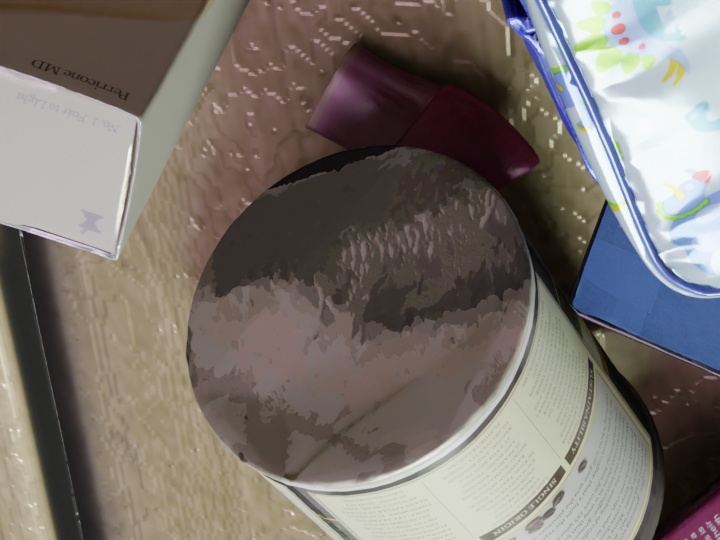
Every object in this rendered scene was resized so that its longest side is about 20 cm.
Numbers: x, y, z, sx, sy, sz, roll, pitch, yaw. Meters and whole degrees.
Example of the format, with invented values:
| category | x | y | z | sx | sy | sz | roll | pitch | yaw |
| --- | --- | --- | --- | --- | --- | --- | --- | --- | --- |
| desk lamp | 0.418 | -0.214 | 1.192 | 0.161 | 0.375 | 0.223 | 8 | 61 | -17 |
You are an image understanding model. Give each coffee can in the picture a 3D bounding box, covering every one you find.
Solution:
| category | x | y | z | sx | sy | sz | roll | pitch | yaw |
| --- | --- | --- | --- | --- | --- | --- | --- | --- | --- |
| coffee can | 0.034 | 0.058 | 0.957 | 0.146 | 0.147 | 0.200 | -6 | 152 | 21 |

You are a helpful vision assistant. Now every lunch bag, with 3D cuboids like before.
| category | x | y | z | sx | sy | sz | roll | pitch | yaw |
| --- | --- | --- | --- | --- | --- | --- | --- | --- | --- |
| lunch bag | 0.138 | -0.093 | 0.798 | 0.160 | 0.083 | 0.200 | -25 | 128 | 7 |

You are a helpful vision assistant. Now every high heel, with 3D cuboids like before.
| category | x | y | z | sx | sy | sz | roll | pitch | yaw |
| --- | --- | --- | --- | --- | --- | --- | --- | --- | --- |
| high heel | 0.000 | 0.000 | 1.017 | 0.096 | 0.067 | 0.201 | 30 | 128 | 6 |

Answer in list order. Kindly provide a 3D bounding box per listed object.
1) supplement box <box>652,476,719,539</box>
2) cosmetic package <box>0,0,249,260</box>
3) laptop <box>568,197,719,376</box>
| category | x | y | z | sx | sy | sz | roll | pitch | yaw |
| --- | --- | --- | --- | --- | --- | --- | --- | --- | --- |
| supplement box | 0.195 | 0.155 | 1.037 | 0.131 | 0.103 | 0.200 | 50 | 129 | 7 |
| cosmetic package | -0.104 | -0.105 | 0.879 | 0.103 | 0.200 | 0.073 | 18 | 131 | 1 |
| laptop | 0.210 | -0.052 | 0.883 | 0.186 | 0.116 | 0.200 | 22 | 131 | -3 |
